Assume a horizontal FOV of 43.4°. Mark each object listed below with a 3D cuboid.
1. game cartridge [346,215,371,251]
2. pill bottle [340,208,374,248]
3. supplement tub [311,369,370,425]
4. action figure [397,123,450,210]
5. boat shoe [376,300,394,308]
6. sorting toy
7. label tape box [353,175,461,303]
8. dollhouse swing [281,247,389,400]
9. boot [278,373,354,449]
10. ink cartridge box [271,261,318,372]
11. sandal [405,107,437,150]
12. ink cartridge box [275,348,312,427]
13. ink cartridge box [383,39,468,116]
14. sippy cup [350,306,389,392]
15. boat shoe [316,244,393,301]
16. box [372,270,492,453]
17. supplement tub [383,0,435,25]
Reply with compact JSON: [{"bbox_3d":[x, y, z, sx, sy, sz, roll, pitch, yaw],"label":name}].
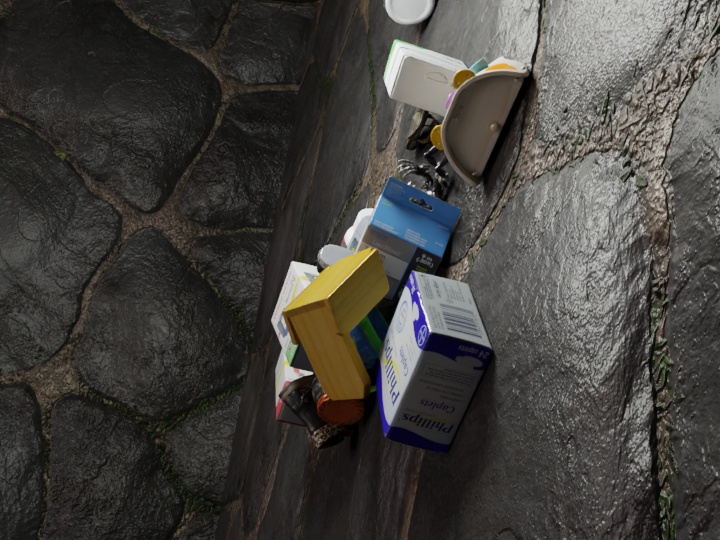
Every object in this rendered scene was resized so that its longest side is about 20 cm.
[{"bbox_3d":[0.000,0.000,1.793,0.133,0.040,0.202,-119,47,-60],"label":"game cartridge"},{"bbox_3d":[0.006,-0.023,1.921,0.115,0.112,0.202,-95,23,-54],"label":"pill bottle"},{"bbox_3d":[-0.038,0.207,1.862,0.202,0.121,0.123,-90,19,-45],"label":"supplement tub"},{"bbox_3d":[0.117,-0.163,1.642,0.202,0.101,0.119,-68,27,26],"label":"action figure"},{"bbox_3d":[0.057,0.009,1.795,0.201,0.069,0.072,133,150,-52],"label":"boat shoe"},{"bbox_3d":[0.196,-0.275,1.493,0.181,0.105,0.202,-62,-5,-60],"label":"sorting toy"},{"bbox_3d":[0.073,-0.045,1.592,0.064,0.142,0.202,-67,1,-52],"label":"label tape box"},{"bbox_3d":[-0.015,0.095,1.548,0.182,0.177,0.199,-44,11,-26],"label":"dollhouse swing"},{"bbox_3d":[-0.062,0.286,1.916,0.151,0.198,0.073,54,130,22],"label":"boot"},{"bbox_3d":[-0.105,0.092,1.829,0.200,0.086,0.147,-121,50,-61],"label":"ink cartridge box"},{"bbox_3d":[0.127,-0.285,1.835,0.200,0.054,0.083,99,-171,-80],"label":"sandal"},{"bbox_3d":[-0.118,0.266,2.075,0.201,0.143,0.084,-102,28,-60],"label":"ink cartridge box"},{"bbox_3d":[0.124,-0.351,1.659,0.200,0.144,0.084,-93,21,-69],"label":"ink cartridge box"},{"bbox_3d":[-0.016,0.136,1.695,0.129,0.139,0.179,-32,59,12],"label":"sippy cup"},{"bbox_3d":[0.010,0.013,1.699,0.057,0.197,0.069,116,178,-53],"label":"boat shoe"},{"bbox_3d":[0.104,0.138,1.390,0.185,0.103,0.202,-100,27,-61],"label":"box"},{"bbox_3d":[0.111,-0.674,2.116,0.202,0.121,0.123,-90,19,-45],"label":"supplement tub"}]
